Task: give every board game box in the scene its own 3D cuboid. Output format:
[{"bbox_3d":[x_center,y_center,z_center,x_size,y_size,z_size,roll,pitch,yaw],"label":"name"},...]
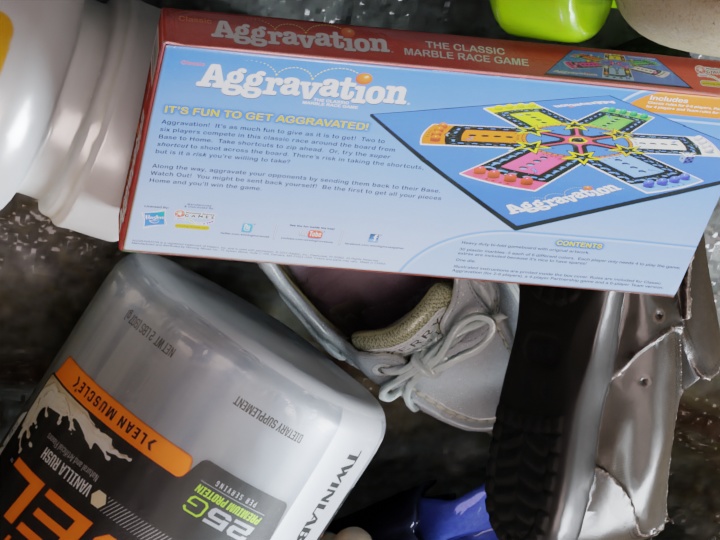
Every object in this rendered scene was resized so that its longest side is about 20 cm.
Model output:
[{"bbox_3d":[0.024,-0.037,0.926,0.198,0.020,0.103,5,140,-11],"label":"board game box"}]

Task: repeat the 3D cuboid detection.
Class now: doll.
[{"bbox_3d":[0.020,0.112,1.114,0.199,0.049,0.136,-23,161,5],"label":"doll"}]

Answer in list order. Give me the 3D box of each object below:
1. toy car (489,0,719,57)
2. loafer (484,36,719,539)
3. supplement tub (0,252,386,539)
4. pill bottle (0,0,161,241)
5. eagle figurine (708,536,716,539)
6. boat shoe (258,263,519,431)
[{"bbox_3d":[0.142,-0.173,0.895,0.163,0.158,0.202,8,105,22],"label":"toy car"},{"bbox_3d":[0.100,0.012,1.035,0.071,0.073,0.201,9,99,-29],"label":"loafer"},{"bbox_3d":[-0.089,0.105,1.042,0.122,0.123,0.201,31,94,-21],"label":"supplement tub"},{"bbox_3d":[-0.163,-0.082,0.955,0.199,0.113,0.113,19,122,-16],"label":"pill bottle"},{"bbox_3d":[0.075,0.206,1.099,0.150,0.151,0.202,-6,88,30],"label":"eagle figurine"},{"bbox_3d":[0.001,-0.001,1.046,0.074,0.065,0.202,-29,122,17],"label":"boat shoe"}]
